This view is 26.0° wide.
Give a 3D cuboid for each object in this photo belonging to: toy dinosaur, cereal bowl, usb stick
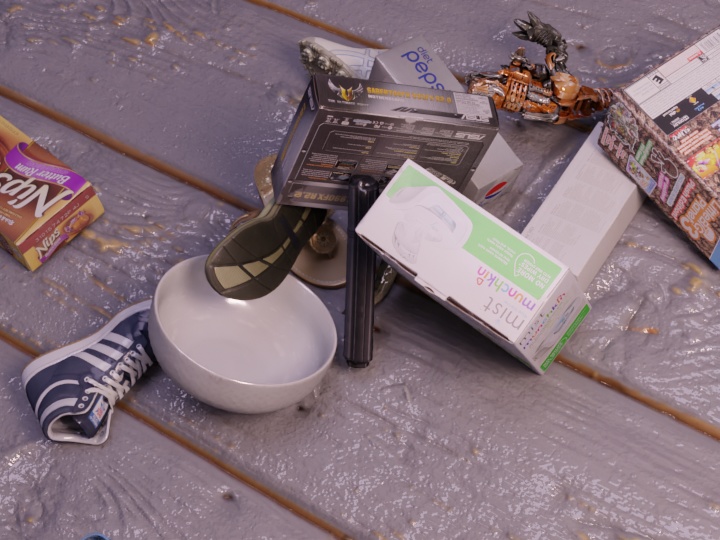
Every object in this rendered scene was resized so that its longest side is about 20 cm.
[{"bbox_3d":[0.208,-0.204,1.769,0.102,0.200,0.136,-48,38,26],"label":"toy dinosaur"},{"bbox_3d":[-0.130,0.077,1.621,0.200,0.083,0.200,16,36,-12],"label":"cereal bowl"},{"bbox_3d":[0.000,0.000,1.612,0.033,0.201,0.055,0,14,-5],"label":"usb stick"},{"bbox_3d":[0.056,-0.025,1.708,0.088,0.047,0.200,10,60,25],"label":"toy dinosaur"}]

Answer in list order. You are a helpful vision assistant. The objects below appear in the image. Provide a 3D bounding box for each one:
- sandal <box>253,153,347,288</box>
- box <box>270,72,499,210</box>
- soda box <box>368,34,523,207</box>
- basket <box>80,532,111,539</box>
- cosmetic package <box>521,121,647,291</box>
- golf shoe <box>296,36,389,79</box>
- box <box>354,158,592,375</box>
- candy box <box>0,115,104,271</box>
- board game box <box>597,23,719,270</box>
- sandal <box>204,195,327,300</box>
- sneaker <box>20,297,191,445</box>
[{"bbox_3d":[-0.073,-0.071,1.755,0.077,0.070,0.212,-26,51,-7],"label":"sandal"},{"bbox_3d":[0.024,-0.125,1.621,0.199,0.159,0.048,5,53,-19],"label":"box"},{"bbox_3d":[0.092,-0.163,1.743,0.068,0.063,0.200,-28,72,-23],"label":"soda box"},{"bbox_3d":[-0.257,0.362,1.418,0.200,0.139,0.176,-46,55,-9],"label":"basket"},{"bbox_3d":[0.248,-0.066,1.686,0.082,0.051,0.200,25,62,25],"label":"cosmetic package"},{"bbox_3d":[0.017,-0.233,1.865,0.200,0.078,0.097,34,60,22],"label":"golf shoe"},{"bbox_3d":[0.114,0.001,1.553,0.200,0.176,0.097,36,88,21],"label":"box"},{"bbox_3d":[-0.415,-0.096,1.869,0.117,0.057,0.200,-42,54,-19],"label":"candy box"},{"bbox_3d":[0.378,-0.131,1.635,0.159,0.097,0.200,-32,67,-19],"label":"board game box"},{"bbox_3d":[-0.103,-0.033,1.658,0.057,0.080,0.201,-5,28,36],"label":"sandal"},{"bbox_3d":[-0.260,0.111,1.658,0.200,0.070,0.109,-27,46,1],"label":"sneaker"}]
